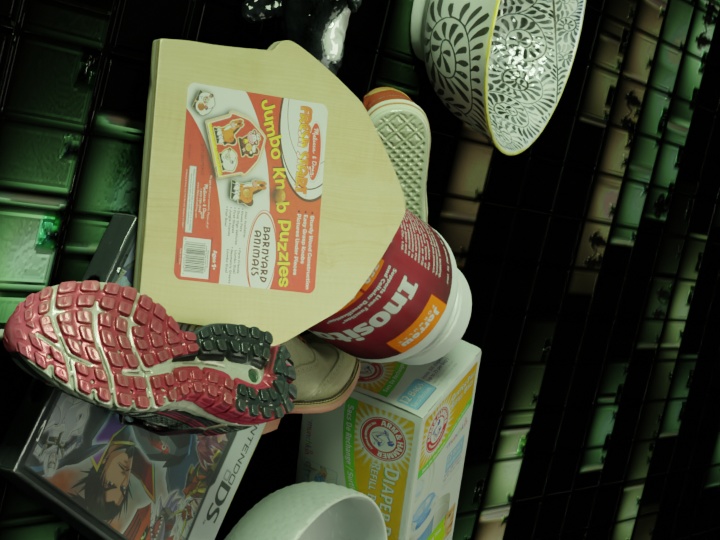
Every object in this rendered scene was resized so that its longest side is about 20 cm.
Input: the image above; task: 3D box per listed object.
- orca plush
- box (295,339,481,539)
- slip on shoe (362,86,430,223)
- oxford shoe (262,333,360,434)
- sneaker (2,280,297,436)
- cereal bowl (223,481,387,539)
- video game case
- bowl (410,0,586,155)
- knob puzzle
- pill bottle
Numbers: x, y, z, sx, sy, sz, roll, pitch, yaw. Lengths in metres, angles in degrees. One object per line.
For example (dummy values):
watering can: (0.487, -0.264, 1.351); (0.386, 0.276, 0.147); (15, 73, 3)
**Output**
orca plush: (-0.054, -0.163, 1.517); (0.105, 0.071, 0.200); (-138, -120, -65)
box: (0.017, 0.149, 1.770); (0.112, 0.101, 0.200); (-44, 148, -50)
slip on shoe: (0.014, -0.050, 1.710); (0.061, 0.074, 0.200); (-105, -161, -56)
oxford shoe: (-0.054, 0.064, 1.617); (0.200, 0.071, 0.074); (-24, 123, -62)
sneaker: (-0.133, 0.066, 1.368); (0.200, 0.075, 0.081); (20, 54, -39)
cereal bowl: (-0.065, 0.248, 1.679); (0.200, 0.083, 0.200); (-41, 140, -46)
video game case: (-0.134, 0.091, 1.446); (0.200, 0.025, 0.181); (46, 61, -47)
bowl: (0.099, -0.198, 1.771); (0.201, 0.094, 0.201); (-45, 142, -49)
knob puzzle: (-0.058, -0.050, 1.457); (0.219, 0.030, 0.220); (1, 88, -36)
pill bottle: (0.000, 0.000, 1.606); (0.200, 0.113, 0.113); (32, 74, -55)
